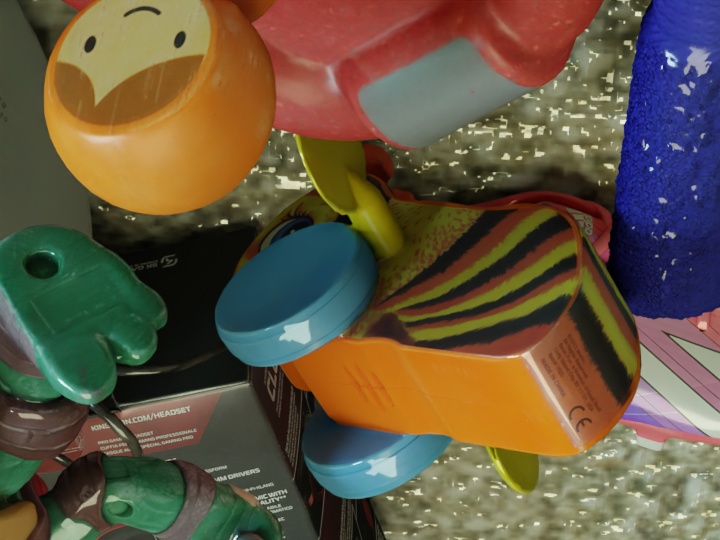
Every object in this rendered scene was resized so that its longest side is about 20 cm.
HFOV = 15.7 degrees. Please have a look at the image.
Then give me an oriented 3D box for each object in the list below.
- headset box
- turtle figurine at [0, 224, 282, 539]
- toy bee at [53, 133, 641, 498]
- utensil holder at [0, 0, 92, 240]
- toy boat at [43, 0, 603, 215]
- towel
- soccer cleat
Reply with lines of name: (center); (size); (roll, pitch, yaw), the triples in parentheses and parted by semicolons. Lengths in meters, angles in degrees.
headset box: (-0.081, 0.077, 0.878); (0.148, 0.075, 0.201); (-12, 133, 11)
turtle figurine: (-0.096, 0.079, 0.649); (0.100, 0.150, 0.201); (31, 149, 19)
toy bee: (0.000, 0.000, 0.730); (0.199, 0.109, 0.131); (13, 139, 27)
utensil holder: (-0.200, -0.009, 0.732); (0.199, 0.171, 0.170); (-21, 133, 23)
toy boat: (-0.039, -0.073, 0.590); (0.199, 0.131, 0.130); (31, 143, -29)
towel: (0.120, -0.091, 0.667); (0.147, 0.049, 0.201); (-32, 145, -28)
soccer cleat: (0.085, 0.011, 0.821); (0.198, 0.067, 0.077); (4, 123, -3)
